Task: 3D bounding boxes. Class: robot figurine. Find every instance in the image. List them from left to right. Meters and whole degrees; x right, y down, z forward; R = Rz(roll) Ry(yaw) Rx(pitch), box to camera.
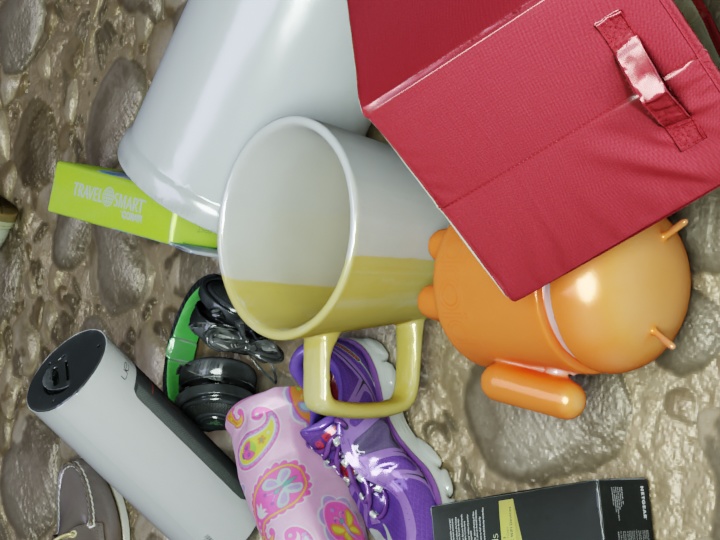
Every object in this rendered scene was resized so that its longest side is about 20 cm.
[{"bbox_3d":[0.127,0.010,1.235,0.199,0.144,0.117,-1,126,48],"label":"robot figurine"}]

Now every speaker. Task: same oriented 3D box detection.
[{"bbox_3d":[-0.164,0.137,1.480,0.081,0.200,0.081,-29,31,20],"label":"speaker"}]

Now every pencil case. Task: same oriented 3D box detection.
[{"bbox_3d":[-0.039,0.186,1.428,0.087,0.087,0.201,-38,60,39],"label":"pencil case"}]

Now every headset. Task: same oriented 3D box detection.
[{"bbox_3d":[-0.117,0.062,1.510,0.200,0.093,0.125,-2,75,62],"label":"headset"}]

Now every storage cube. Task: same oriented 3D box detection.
[{"bbox_3d":[0.111,-0.125,1.143,0.179,0.171,0.201,-30,32,17],"label":"storage cube"}]

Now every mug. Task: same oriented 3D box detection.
[{"bbox_3d":[-0.003,-0.008,1.353,0.149,0.152,0.188,37,114,43],"label":"mug"}]

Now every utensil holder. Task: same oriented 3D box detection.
[{"bbox_3d":[-0.065,-0.141,1.426,0.170,0.169,0.201,45,117,41],"label":"utensil holder"}]

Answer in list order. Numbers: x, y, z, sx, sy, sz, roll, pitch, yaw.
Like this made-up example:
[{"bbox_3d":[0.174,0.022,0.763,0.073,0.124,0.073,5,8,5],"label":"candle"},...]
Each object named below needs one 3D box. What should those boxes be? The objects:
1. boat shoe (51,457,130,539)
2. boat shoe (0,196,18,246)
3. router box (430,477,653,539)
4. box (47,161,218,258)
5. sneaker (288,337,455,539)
[{"bbox_3d":[-0.238,0.256,1.660,0.072,0.059,0.202,-25,68,45],"label":"boat shoe"},{"bbox_3d":[-0.407,-0.064,1.870,0.200,0.074,0.067,30,103,45],"label":"boat shoe"},{"bbox_3d":[0.124,0.244,1.262,0.157,0.052,0.202,-16,75,47],"label":"router box"},{"bbox_3d":[-0.145,-0.046,1.539,0.199,0.121,0.048,15,96,48],"label":"box"},{"bbox_3d":[-0.001,0.137,1.390,0.081,0.083,0.201,-49,54,33],"label":"sneaker"}]
